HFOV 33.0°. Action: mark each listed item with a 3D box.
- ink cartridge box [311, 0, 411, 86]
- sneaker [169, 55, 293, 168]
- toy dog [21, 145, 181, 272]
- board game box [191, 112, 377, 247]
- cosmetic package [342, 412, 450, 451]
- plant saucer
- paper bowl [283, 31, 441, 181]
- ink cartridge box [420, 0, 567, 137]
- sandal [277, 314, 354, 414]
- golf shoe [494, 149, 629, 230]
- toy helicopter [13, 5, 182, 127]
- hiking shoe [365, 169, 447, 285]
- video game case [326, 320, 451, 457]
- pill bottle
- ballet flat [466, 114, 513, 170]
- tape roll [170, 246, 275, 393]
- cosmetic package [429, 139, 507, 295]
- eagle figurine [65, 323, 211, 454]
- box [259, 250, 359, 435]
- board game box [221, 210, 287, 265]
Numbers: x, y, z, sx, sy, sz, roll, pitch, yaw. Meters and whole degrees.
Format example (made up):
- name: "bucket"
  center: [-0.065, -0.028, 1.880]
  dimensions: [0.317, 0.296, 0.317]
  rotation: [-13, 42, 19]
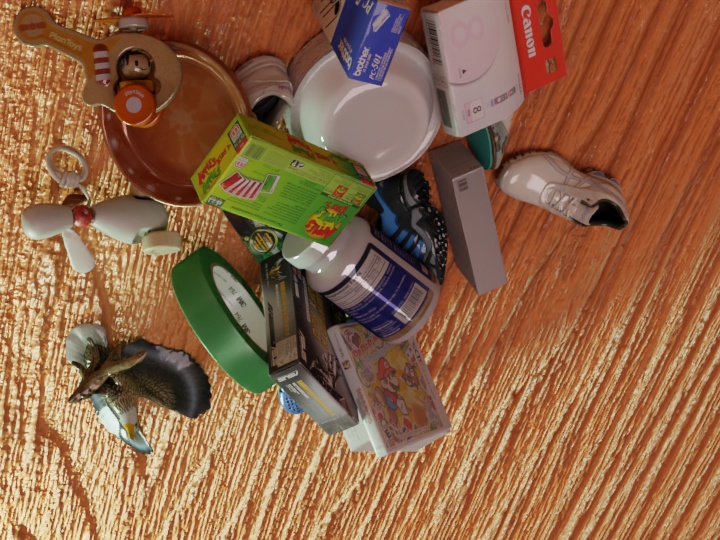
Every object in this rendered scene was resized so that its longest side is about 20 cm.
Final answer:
- name: "ink cartridge box"
  center: [-0.003, -0.297, 1.378]
  dimensions: [0.044, 0.200, 0.094]
  rotation: [10, 120, -23]
- name: "sneaker"
  center: [-0.162, -0.172, 1.478]
  dimensions: [0.200, 0.100, 0.075]
  rotation: [-42, 134, 15]
- name: "toy dog"
  center: [-0.322, -0.061, 1.514]
  dimensions: [0.199, 0.133, 0.096]
  rotation: [18, 155, -22]
- name: "board game box"
  center: [-0.087, -0.103, 1.431]
  dimensions: [0.199, 0.048, 0.102]
  rotation: [19, 121, -41]
- name: "cosmetic package"
  center: [0.042, 0.202, 1.745]
  dimensions: [0.074, 0.102, 0.200]
  rotation: [-34, 156, 24]
- name: "plant saucer"
  center: [-0.216, -0.175, 1.448]
  dimensions: [0.199, 0.032, 0.201]
  rotation: [7, 113, 17]
- name: "paper bowl"
  center: [0.007, -0.200, 1.511]
  dimensions: [0.199, 0.105, 0.202]
  rotation: [-7, 125, -11]
- name: "ink cartridge box"
  center: [0.177, -0.275, 1.495]
  dimensions: [0.199, 0.057, 0.163]
  rotation: [-23, 119, -17]
- name: "sandal"
  center: [-0.047, 0.136, 1.739]
  dimensions: [0.079, 0.087, 0.200]
  rotation: [25, 115, -32]
- name: "golf shoe"
  center: [0.284, -0.105, 1.667]
  dimensions: [0.199, 0.097, 0.079]
  rotation: [9, 123, -21]
- name: "toy helicopter"
  center: [-0.295, -0.254, 1.382]
  dimensions: [0.199, 0.079, 0.133]
  rotation: [24, 94, -3]
- name: "hiking shoe"
  center: [0.065, -0.058, 1.661]
  dimensions: [0.086, 0.075, 0.201]
  rotation: [-5, 133, 19]
- name: "video game case"
  center: [0.043, 0.151, 1.671]
  dimensions: [0.023, 0.183, 0.200]
  rotation: [-27, 170, 28]
- name: "pill bottle"
  center: [0.000, 0.000, 1.606]
  dimensions: [0.200, 0.116, 0.116]
  rotation: [38, 107, -25]
- name: "ballet flat"
  center: [0.158, -0.220, 1.573]
  dimensions: [0.071, 0.069, 0.200]
  rotation: [-39, 128, -13]
- name: "tape roll"
  center: [-0.167, 0.064, 1.579]
  dimensions: [0.048, 0.201, 0.201]
  rotation: [-35, 126, 8]
- name: "cosmetic package"
  center: [0.149, -0.071, 1.656]
  dimensions: [0.050, 0.083, 0.201]
  rotation: [-24, 128, -9]
- name: "eagle figurine"
  center: [-0.318, 0.168, 1.672]
  dimensions: [0.151, 0.152, 0.200]
  rotation: [9, 168, 23]
- name: "box"
  center: [-0.068, 0.094, 1.603]
  dimensions: [0.048, 0.201, 0.158]
  rotation: [-25, 134, 17]
- name: "board game box"
  center: [-0.107, -0.057, 1.625]
  dimensions: [0.104, 0.023, 0.200]
  rotation: [-29, 127, 3]
